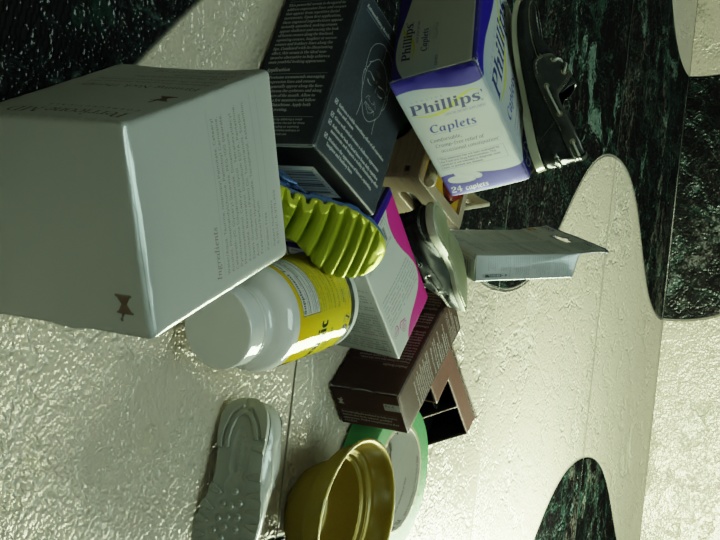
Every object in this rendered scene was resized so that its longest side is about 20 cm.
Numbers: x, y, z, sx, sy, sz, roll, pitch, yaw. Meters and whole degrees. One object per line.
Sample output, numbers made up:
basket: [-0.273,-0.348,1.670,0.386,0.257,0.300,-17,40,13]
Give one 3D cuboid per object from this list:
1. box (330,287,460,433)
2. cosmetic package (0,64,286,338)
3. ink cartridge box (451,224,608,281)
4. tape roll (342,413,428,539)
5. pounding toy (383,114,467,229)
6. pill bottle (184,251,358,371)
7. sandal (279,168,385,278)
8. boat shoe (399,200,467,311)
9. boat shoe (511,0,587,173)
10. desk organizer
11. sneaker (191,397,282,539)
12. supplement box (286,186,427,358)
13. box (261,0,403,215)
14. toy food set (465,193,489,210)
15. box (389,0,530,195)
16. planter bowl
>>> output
box: [0.050,0.111,1.479,0.201,0.099,0.076,-56,141,-42]
cosmetic package: [-0.183,-0.066,0.918,0.200,0.165,0.169,-37,128,-56]
ink cartridge box: [0.216,-0.025,1.584,0.200,0.197,0.041,-141,-130,-71]
tape roll: [0.032,0.279,1.532,0.200,0.048,0.204,-20,112,-60]
pounding toy: [0.083,-0.153,1.443,0.200,0.140,0.186,44,57,-57]
pill bottle: [-0.093,0.043,1.177,0.199,0.110,0.113,-13,107,-61]
sandal: [-0.059,-0.061,1.185,0.198,0.087,0.080,27,111,-24]
boat shoe: [0.089,-0.012,1.425,0.200,0.065,0.075,58,29,-55]
boat shoe: [0.217,-0.218,1.305,0.072,0.067,0.203,2,77,-67]
desk organizer: [0.103,0.175,1.628,0.077,0.071,0.201,-60,144,-35]
sneaker: [-0.122,0.241,1.207,0.081,0.075,0.203,49,53,-66]
supplement box: [0.000,0.000,1.348,0.102,0.102,0.201,-62,146,-32]
box: [-0.033,-0.185,1.245,0.148,0.106,0.202,46,55,-52]
toy food set: [0.163,-0.194,1.680,0.143,0.060,0.203,-14,108,-61]
box: [0.124,-0.226,1.306,0.200,0.104,0.186,54,35,-46]
planter bowl: [-0.037,0.297,1.365,0.200,0.082,0.204,-21,114,-59]
